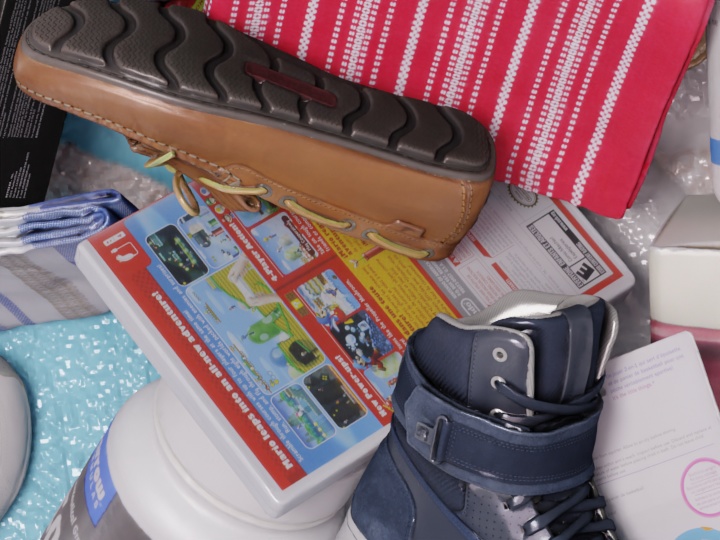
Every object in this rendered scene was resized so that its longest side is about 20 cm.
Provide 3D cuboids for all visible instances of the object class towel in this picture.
[{"bbox_3d":[0.034,-0.091,1.101,0.199,0.023,0.145,14,140,-5],"label":"towel"},{"bbox_3d":[-0.178,0.007,1.206,0.199,0.147,0.024,-9,73,13],"label":"towel"}]

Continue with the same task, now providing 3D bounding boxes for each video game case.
[{"bbox_3d":[0.000,0.000,1.136,0.143,0.200,0.017,51,151,17],"label":"video game case"}]

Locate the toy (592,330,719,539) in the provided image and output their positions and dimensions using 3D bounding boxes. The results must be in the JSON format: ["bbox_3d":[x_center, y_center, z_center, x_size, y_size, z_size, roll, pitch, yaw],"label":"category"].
[{"bbox_3d":[0.128,0.134,1.071,0.115,0.047,0.201,-23,81,35],"label":"toy"}]

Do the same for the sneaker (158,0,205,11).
[{"bbox_3d":[-0.070,-0.106,1.183,0.077,0.085,0.201,-26,94,18],"label":"sneaker"}]

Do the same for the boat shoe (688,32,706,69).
[{"bbox_3d":[0.081,-0.133,1.110,0.200,0.069,0.074,29,100,-28],"label":"boat shoe"}]

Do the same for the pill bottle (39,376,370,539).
[{"bbox_3d":[-0.076,0.118,1.188,0.114,0.114,0.200,36,127,4],"label":"pill bottle"}]

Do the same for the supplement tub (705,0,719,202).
[{"bbox_3d":[0.204,-0.125,1.088,0.131,0.132,0.201,-2,98,13],"label":"supplement tub"}]

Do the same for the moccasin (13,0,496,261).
[{"bbox_3d":[-0.046,-0.054,1.096,0.200,0.074,0.078,15,127,-17],"label":"moccasin"}]

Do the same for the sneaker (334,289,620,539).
[{"bbox_3d":[0.084,0.094,1.020,0.202,0.077,0.147,33,117,30],"label":"sneaker"}]

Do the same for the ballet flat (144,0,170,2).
[{"bbox_3d":[-0.049,-0.186,1.075,0.072,0.072,0.201,38,121,3],"label":"ballet flat"}]

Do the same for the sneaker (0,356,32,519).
[{"bbox_3d":[-0.221,0.127,1.272,0.070,0.080,0.201,33,105,6],"label":"sneaker"}]

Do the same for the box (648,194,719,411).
[{"bbox_3d":[0.184,0.074,1.140,0.108,0.128,0.201,0,101,14],"label":"box"}]

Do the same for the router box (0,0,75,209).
[{"bbox_3d":[-0.180,-0.147,1.179,0.157,0.052,0.201,29,110,41],"label":"router box"}]
